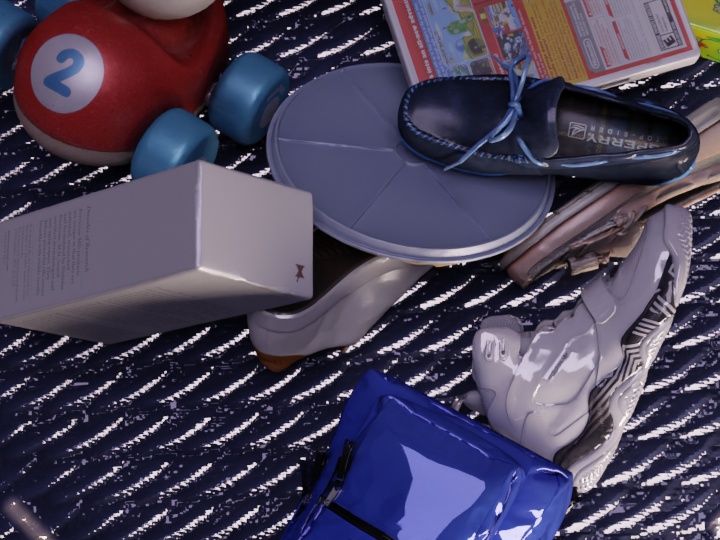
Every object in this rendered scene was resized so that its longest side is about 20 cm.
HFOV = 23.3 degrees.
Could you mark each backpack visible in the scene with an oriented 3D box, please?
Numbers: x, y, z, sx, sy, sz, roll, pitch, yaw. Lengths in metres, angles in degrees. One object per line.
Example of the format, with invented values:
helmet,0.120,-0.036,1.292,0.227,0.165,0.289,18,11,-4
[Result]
backpack,0.019,0.180,1.091,0.162,0.168,0.201,28,89,18

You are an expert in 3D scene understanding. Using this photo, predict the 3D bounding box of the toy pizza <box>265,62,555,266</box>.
toy pizza,0.033,-0.070,1.189,0.199,0.032,0.201,7,44,-6

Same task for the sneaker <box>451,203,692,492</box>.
sneaker,0.140,0.037,1.156,0.114,0.075,0.201,23,99,5

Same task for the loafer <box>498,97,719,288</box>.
loafer,0.189,-0.042,1.203,0.199,0.072,0.063,-36,86,-12

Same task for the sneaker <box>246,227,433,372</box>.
sneaker,0.000,0.000,1.196,0.199,0.085,0.073,-30,56,-28

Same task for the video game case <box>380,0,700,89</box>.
video game case,0.119,-0.184,1.209,0.199,0.017,0.144,-16,76,-7

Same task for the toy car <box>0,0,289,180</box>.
toy car,-0.143,-0.184,1.140,0.184,0.201,0.177,31,42,13

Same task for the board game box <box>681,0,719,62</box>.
board game box,0.222,-0.218,1.255,0.199,0.048,0.102,18,77,3

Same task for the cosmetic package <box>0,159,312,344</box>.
cosmetic package,-0.134,-0.007,1.115,0.199,0.101,0.072,-12,72,40

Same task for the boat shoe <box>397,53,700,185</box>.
boat shoe,0.124,-0.104,1.142,0.198,0.069,0.085,1,78,1
